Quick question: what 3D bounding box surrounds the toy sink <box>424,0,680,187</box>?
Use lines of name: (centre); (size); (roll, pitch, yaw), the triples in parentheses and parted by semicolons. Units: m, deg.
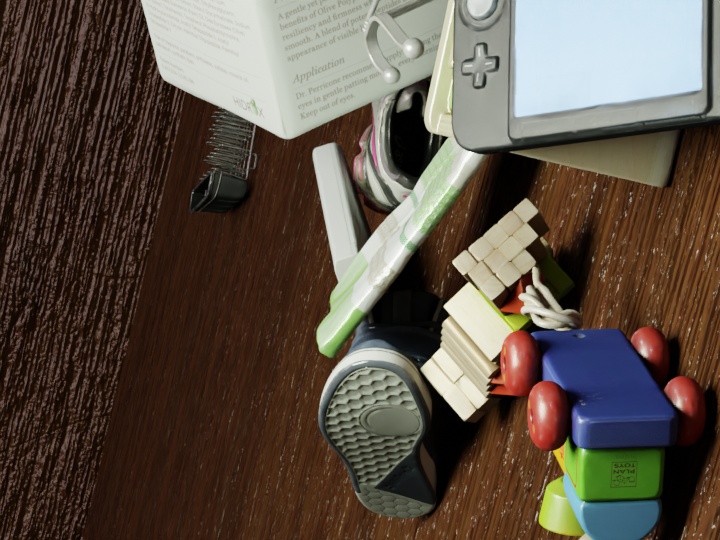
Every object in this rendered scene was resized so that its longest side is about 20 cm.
toy sink: (0.109, -0.128, 1.320); (0.200, 0.112, 0.130); (-144, 67, -77)

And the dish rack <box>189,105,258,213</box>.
dish rack: (-0.154, -0.169, 2.761); (0.153, 0.055, 0.200); (154, 127, -74)

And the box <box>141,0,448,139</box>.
box: (-0.038, -0.225, 1.650); (0.200, 0.199, 0.171); (29, 138, 52)

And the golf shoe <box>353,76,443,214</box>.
golf shoe: (0.041, -0.146, 1.783); (0.092, 0.073, 0.200); (158, 114, -71)

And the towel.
towel: (0.036, -0.041, 1.543); (0.200, 0.031, 0.149); (-52, 3, 13)

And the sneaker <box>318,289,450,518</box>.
sneaker: (0.020, 0.060, 1.551); (0.202, 0.077, 0.146); (81, -166, -59)

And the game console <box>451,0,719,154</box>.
game console: (0.099, -0.159, 1.128); (0.200, 0.116, 0.176); (-5, 79, 40)

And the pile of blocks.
pile of blocks: (0.094, 0.034, 1.405); (0.062, 0.082, 0.200); (49, 156, 18)

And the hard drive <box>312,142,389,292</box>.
hard drive: (0.000, 0.000, 1.775); (0.200, 0.026, 0.132); (-101, -7, -62)

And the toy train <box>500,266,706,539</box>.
toy train: (0.114, 0.084, 1.197); (0.200, 0.085, 0.116); (-112, 22, -70)

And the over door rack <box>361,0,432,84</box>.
over door rack: (0.078, -0.198, 1.413); (0.067, 0.148, 0.200); (56, 163, 21)
